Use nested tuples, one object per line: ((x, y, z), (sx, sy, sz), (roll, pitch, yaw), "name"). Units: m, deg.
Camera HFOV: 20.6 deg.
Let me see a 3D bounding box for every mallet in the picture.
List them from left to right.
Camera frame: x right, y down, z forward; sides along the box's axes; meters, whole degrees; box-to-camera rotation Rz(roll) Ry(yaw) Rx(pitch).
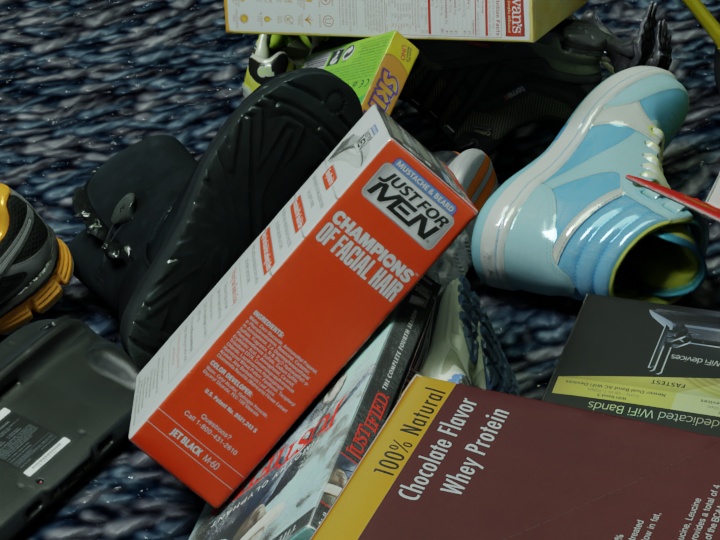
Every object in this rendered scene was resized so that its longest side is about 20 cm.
((0.210, -0.193, 1.310), (0.041, 0.200, 0.066), (-33, 15, 24), "mallet")

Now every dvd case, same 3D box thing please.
((-0.034, 0.097, 0.979), (0.022, 0.146, 0.200), (39, 38, -13), "dvd case")

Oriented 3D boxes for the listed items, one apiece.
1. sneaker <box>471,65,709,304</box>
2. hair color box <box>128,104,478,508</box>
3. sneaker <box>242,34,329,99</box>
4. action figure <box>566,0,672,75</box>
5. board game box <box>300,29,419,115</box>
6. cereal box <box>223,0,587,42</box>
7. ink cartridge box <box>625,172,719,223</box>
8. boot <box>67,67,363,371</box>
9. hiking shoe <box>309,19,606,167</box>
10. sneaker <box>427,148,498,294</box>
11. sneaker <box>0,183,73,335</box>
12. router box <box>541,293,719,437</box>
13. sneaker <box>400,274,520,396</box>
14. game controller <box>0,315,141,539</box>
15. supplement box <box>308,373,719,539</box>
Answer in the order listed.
((0.171, -0.043, 1.181), (0.130, 0.080, 0.200), (20, 52, 36), "sneaker")
((-0.032, 0.016, 1.022), (0.200, 0.064, 0.111), (-50, 12, 8), "hair color box")
((-0.031, -0.154, 1.374), (0.075, 0.077, 0.200), (0, 34, 12), "sneaker")
((0.111, -0.172, 1.345), (0.199, 0.103, 0.119), (15, 4, 23), "action figure")
((-0.038, -0.047, 1.162), (0.095, 0.030, 0.201), (-7, 51, 55), "board game box")
((0.031, -0.175, 1.237), (0.199, 0.040, 0.144), (3, 18, 18), "cereal box")
((0.268, -0.014, 1.064), (0.200, 0.045, 0.176), (31, 7, 41), "ink cartridge box")
((-0.094, -0.051, 1.145), (0.076, 0.201, 0.168), (28, 10, -30), "boot")
((0.059, -0.111, 1.272), (0.199, 0.101, 0.076), (4, 14, 23), "hiking shoe")
((0.000, 0.000, 1.163), (0.111, 0.078, 0.200), (0, 33, 29), "sneaker")
((-0.261, 0.023, 1.141), (0.200, 0.077, 0.078), (-41, 49, -20), "sneaker")
((0.191, 0.089, 1.007), (0.199, 0.053, 0.157), (8, 38, 20), "router box")
((0.030, 0.067, 1.044), (0.085, 0.077, 0.200), (-21, 17, 16), "sneaker")
((-0.196, 0.096, 1.084), (0.104, 0.042, 0.200), (29, 46, 20), "game controller")
((0.081, 0.170, 0.838), (0.199, 0.134, 0.197), (10, 38, 22), "supplement box")
